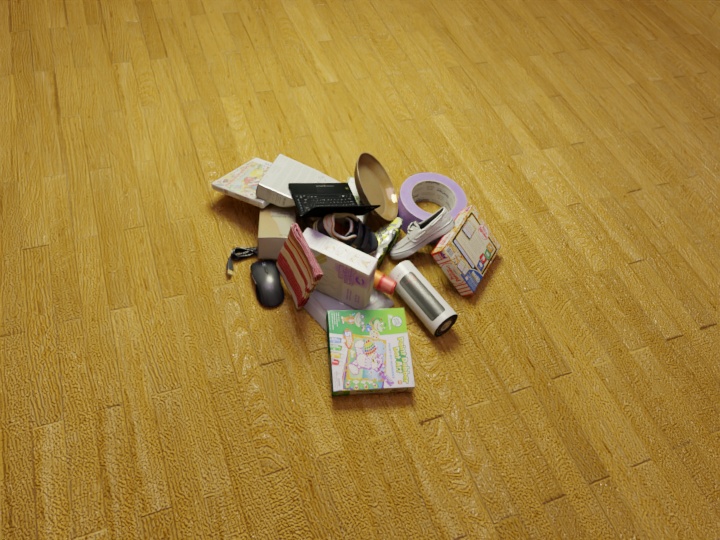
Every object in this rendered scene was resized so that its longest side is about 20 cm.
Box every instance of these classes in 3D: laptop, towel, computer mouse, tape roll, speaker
[{"bbox_3d":[-0.071,-0.192,1.541,0.174,0.104,0.202,-3,49,-24],"label":"laptop"},{"bbox_3d":[-0.155,-0.004,1.470,0.022,0.200,0.146,-20,71,-29],"label":"towel"},{"bbox_3d":[-0.272,0.005,1.563,0.137,0.046,0.203,-5,53,-14],"label":"computer mouse"},{"bbox_3d":[0.203,-0.183,1.759,0.195,0.086,0.203,4,52,-6],"label":"tape roll"},{"bbox_3d":[0.157,0.070,1.558,0.080,0.082,0.201,-25,60,-25],"label":"speaker"}]

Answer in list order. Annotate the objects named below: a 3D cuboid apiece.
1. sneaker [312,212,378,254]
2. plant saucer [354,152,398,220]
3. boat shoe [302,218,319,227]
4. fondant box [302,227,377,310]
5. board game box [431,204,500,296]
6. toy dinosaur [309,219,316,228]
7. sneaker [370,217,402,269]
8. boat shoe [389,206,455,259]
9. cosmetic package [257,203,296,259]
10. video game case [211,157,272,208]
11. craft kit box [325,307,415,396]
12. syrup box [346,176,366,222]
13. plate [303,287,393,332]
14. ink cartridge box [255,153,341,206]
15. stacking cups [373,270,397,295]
[{"bbox_3d":[-0.019,-0.091,1.534,0.197,0.079,0.080,14,65,-37],"label":"sneaker"},{"bbox_3d":[0.037,-0.226,1.679,0.035,0.200,0.203,-23,44,29],"label":"plant saucer"},{"bbox_3d":[-0.139,-0.183,1.713,0.068,0.074,0.202,-20,57,-16],"label":"boat shoe"},{"bbox_3d":[-0.063,-0.001,1.496,0.197,0.146,0.059,24,51,12],"label":"fondant box"},{"bbox_3d":[0.290,-0.055,1.645,0.152,0.046,0.201,52,53,-16],"label":"board game box"},{"bbox_3d":[-0.094,-0.153,1.635,0.100,0.059,0.200,-26,49,-26],"label":"toy dinosaur"},{"bbox_3d":[0.053,-0.085,1.666,0.075,0.076,0.201,28,52,13],"label":"sneaker"},{"bbox_3d":[0.157,-0.104,1.648,0.198,0.066,0.074,-32,22,7],"label":"boat shoe"},{"bbox_3d":[-0.222,-0.122,1.631,0.103,0.072,0.202,0,41,-8],"label":"cosmetic package"},{"bbox_3d":[-0.284,-0.250,1.705,0.179,0.023,0.200,21,40,23],"label":"video game case"},{"bbox_3d":[0.021,0.191,1.444,0.193,0.049,0.204,-1,63,-12],"label":"craft kit box"},{"bbox_3d":[-0.020,-0.163,1.710,0.077,0.082,0.203,10,53,5],"label":"syrup box"},{"bbox_3d":[-0.044,0.065,1.561,0.198,0.033,0.200,-34,63,-29],"label":"plate"},{"bbox_3d":[-0.164,-0.221,1.646,0.197,0.048,0.161,25,43,-1],"label":"ink cartridge box"},{"bbox_3d":[0.000,0.000,1.558,0.197,0.061,0.061,26,52,13],"label":"stacking cups"}]
